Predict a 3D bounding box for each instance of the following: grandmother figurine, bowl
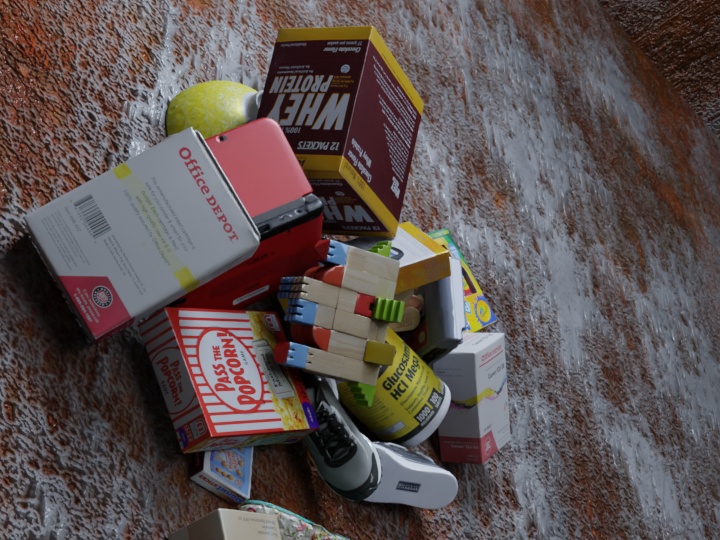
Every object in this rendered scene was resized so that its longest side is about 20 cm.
[{"bbox_3d":[0.028,0.028,1.767,0.200,0.060,0.122,-136,-140,-68],"label":"grandmother figurine"},{"bbox_3d":[-0.147,-0.176,1.710,0.200,0.108,0.200,37,35,-33],"label":"bowl"}]

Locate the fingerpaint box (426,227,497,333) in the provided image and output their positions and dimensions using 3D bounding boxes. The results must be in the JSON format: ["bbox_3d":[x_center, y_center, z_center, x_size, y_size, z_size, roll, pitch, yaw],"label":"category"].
[{"bbox_3d":[0.103,0.035,1.936,0.200,0.073,0.167,-16,77,-60],"label":"fingerpaint box"}]

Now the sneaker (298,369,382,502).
[{"bbox_3d":[-0.044,0.185,1.533,0.200,0.074,0.079,58,7,29],"label":"sneaker"}]

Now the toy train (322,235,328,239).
[{"bbox_3d":[-0.084,-0.099,1.811,0.046,0.034,0.200,66,2,-71],"label":"toy train"}]

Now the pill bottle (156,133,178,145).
[{"bbox_3d":[-0.169,-0.068,1.563,0.200,0.116,0.116,38,35,-33],"label":"pill bottle"}]

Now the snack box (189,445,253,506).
[{"bbox_3d":[-0.150,0.163,1.467,0.072,0.024,0.200,40,34,-33],"label":"snack box"}]

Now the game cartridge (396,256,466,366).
[{"bbox_3d":[0.082,0.060,1.744,0.041,0.200,0.133,9,66,-20],"label":"game cartridge"}]

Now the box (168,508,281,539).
[{"bbox_3d":[-0.117,0.346,1.288,0.095,0.078,0.200,19,47,-50],"label":"box"}]

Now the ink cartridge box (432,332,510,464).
[{"bbox_3d":[0.156,0.157,1.824,0.116,0.067,0.200,-25,112,-61],"label":"ink cartridge box"}]

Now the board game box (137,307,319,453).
[{"bbox_3d":[-0.143,0.120,1.443,0.200,0.046,0.152,4,59,-57],"label":"board game box"}]

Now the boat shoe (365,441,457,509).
[{"bbox_3d":[0.031,0.247,1.635,0.200,0.072,0.068,17,14,-33],"label":"boat shoe"}]

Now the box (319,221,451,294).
[{"bbox_3d":[0.000,0.000,1.648,0.119,0.200,0.042,-138,-148,-58],"label":"box"}]

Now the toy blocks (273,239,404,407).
[{"bbox_3d":[-0.036,0.046,1.512,0.137,0.100,0.200,17,79,-32],"label":"toy blocks"}]

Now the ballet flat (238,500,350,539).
[{"bbox_3d":[-0.055,0.312,1.430,0.200,0.076,0.064,31,54,-35],"label":"ballet flat"}]

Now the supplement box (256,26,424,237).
[{"bbox_3d":[-0.029,-0.172,1.651,0.197,0.133,0.200,46,52,-58],"label":"supplement box"}]

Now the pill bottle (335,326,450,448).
[{"bbox_3d":[0.014,0.129,1.666,0.200,0.112,0.113,45,31,-23],"label":"pill bottle"}]

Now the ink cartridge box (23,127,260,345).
[{"bbox_3d":[-0.225,-0.035,1.357,0.145,0.200,0.083,59,-14,3],"label":"ink cartridge box"}]

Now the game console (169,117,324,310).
[{"bbox_3d":[-0.155,-0.051,1.495,0.200,0.173,0.119,-24,53,-26],"label":"game console"}]
